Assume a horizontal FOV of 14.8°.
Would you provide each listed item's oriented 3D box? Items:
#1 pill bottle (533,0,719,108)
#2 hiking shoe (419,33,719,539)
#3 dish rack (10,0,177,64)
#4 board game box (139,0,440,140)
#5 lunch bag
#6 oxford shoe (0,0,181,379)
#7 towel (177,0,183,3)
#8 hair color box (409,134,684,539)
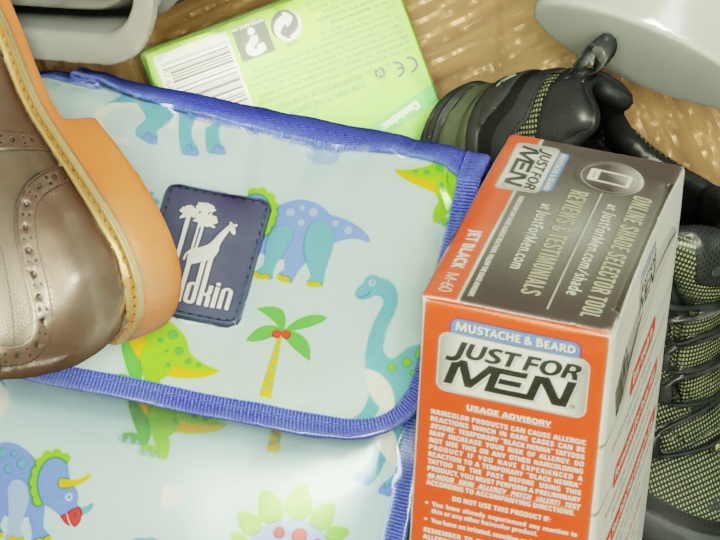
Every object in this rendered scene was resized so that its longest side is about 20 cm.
[{"bbox_3d":[0.135,-0.162,0.947,0.112,0.112,0.200,24,82,-5],"label":"pill bottle"},{"bbox_3d":[0.099,0.018,0.951,0.076,0.101,0.200,-40,102,-35],"label":"hiking shoe"},{"bbox_3d":[-0.125,-0.167,0.860,0.044,0.171,0.200,-30,117,-41],"label":"dish rack"},{"bbox_3d":[0.000,0.000,0.991,0.095,0.030,0.200,-21,91,-4],"label":"board game box"},{"bbox_3d":[-0.055,0.042,0.922,0.170,0.127,0.200,11,94,5],"label":"lunch bag"},{"bbox_3d":[-0.140,-0.051,0.852,0.073,0.071,0.200,-27,66,-35],"label":"oxford shoe"},{"bbox_3d":[-0.034,-0.197,0.923,0.165,0.086,0.200,-17,94,-39],"label":"towel"},{"bbox_3d":[0.057,0.072,0.898,0.064,0.111,0.200,12,122,13],"label":"hair color box"}]
